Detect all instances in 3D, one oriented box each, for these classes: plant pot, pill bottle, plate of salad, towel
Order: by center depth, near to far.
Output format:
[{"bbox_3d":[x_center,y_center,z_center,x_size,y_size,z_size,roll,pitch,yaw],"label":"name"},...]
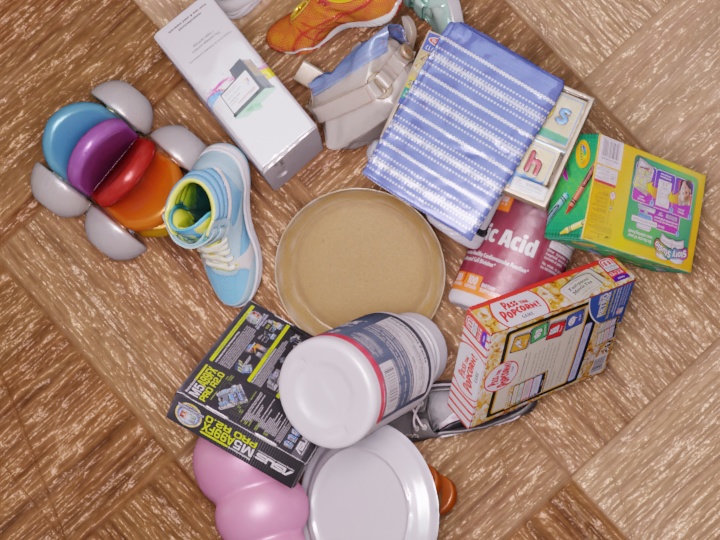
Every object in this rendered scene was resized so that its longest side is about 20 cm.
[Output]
[{"bbox_3d":[0.109,-0.152,1.358,0.145,0.024,0.200,31,90,9],"label":"towel"},{"bbox_3d":[0.011,0.110,1.383,0.119,0.200,0.120,6,103,29],"label":"pill bottle"},{"bbox_3d":[0.012,0.267,1.412,0.200,0.048,0.201,-5,83,40],"label":"plate of salad"},{"bbox_3d":[0.189,-0.036,1.460,0.114,0.114,0.200,23,86,3],"label":"pill bottle"},{"bbox_3d":[0.000,0.000,1.482,0.200,0.027,0.201,1,104,6],"label":"plant pot"}]

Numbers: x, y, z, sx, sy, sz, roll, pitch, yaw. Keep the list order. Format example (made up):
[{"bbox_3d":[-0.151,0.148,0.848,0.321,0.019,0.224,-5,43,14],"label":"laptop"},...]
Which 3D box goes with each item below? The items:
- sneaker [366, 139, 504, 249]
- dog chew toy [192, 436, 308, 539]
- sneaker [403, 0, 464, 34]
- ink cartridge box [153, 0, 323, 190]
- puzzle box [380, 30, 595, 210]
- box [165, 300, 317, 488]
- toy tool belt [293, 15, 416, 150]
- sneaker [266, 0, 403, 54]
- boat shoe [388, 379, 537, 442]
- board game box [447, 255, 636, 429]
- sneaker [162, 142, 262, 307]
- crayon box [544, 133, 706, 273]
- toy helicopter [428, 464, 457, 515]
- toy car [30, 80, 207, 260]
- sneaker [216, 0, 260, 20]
[{"bbox_3d":[0.098,-0.120,1.455,0.115,0.075,0.200,-53,52,11],"label":"sneaker"},{"bbox_3d":[-0.115,0.261,1.430,0.124,0.125,0.200,-18,72,0],"label":"dog chew toy"},{"bbox_3d":[0.045,-0.326,1.508,0.118,0.074,0.201,-22,75,-6],"label":"sneaker"},{"bbox_3d":[-0.136,-0.203,1.469,0.084,0.145,0.200,-39,85,-1],"label":"ink cartridge box"},{"bbox_3d":[0.138,-0.164,1.376,0.200,0.025,0.133,23,86,11],"label":"puzzle box"},{"bbox_3d":[-0.102,0.134,1.422,0.160,0.200,0.044,28,124,3],"label":"box"},{"bbox_3d":[0.021,-0.235,1.467,0.200,0.125,0.123,-33,83,24],"label":"toy tool belt"},{"bbox_3d":[-0.040,-0.309,1.473,0.077,0.200,0.073,42,48,-33],"label":"sneaker"},{"bbox_3d":[0.107,0.158,1.476,0.200,0.057,0.067,-11,85,1],"label":"boat shoe"},{"bbox_3d":[0.199,0.079,1.398,0.200,0.152,0.046,-18,48,-27],"label":"board game box"},{"bbox_3d":[-0.172,-0.032,1.437,0.079,0.131,0.200,1,114,19],"label":"sneaker"},{"bbox_3d":[0.302,-0.073,1.432,0.200,0.058,0.119,14,84,-39],"label":"crayon box"},{"bbox_3d":[0.022,0.307,1.454,0.132,0.079,0.200,9,73,25],"label":"toy helicopter"},{"bbox_3d":[-0.285,-0.120,1.465,0.200,0.150,0.175,38,88,4],"label":"toy car"},{"bbox_3d":[-0.103,-0.380,1.517,0.200,0.080,0.070,-43,84,-3],"label":"sneaker"}]
